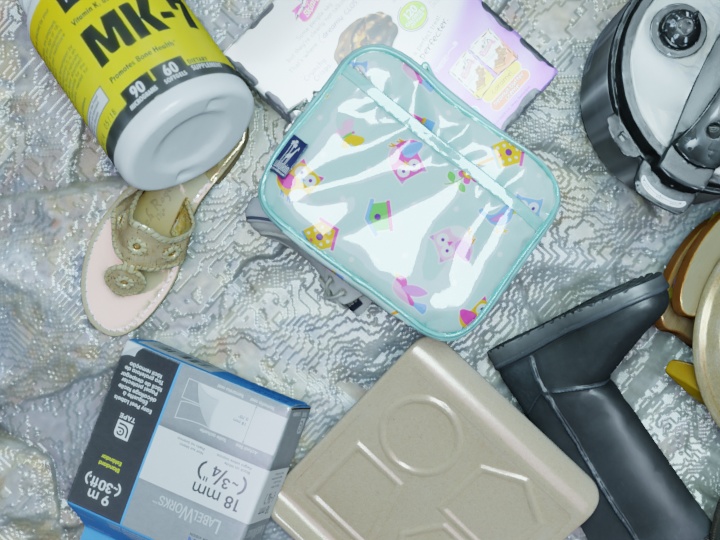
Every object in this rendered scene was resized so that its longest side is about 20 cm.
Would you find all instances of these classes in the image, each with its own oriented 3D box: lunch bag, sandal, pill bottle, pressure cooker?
[{"bbox_3d":[0.033,-0.059,0.865,0.200,0.077,0.161,37,92,-1],"label":"lunch bag"},{"bbox_3d":[-0.161,-0.045,0.943,0.077,0.070,0.212,33,91,1],"label":"sandal"},{"bbox_3d":[-0.177,-0.169,0.904,0.114,0.114,0.200,-37,72,1],"label":"pill bottle"},{"bbox_3d":[0.254,-0.135,0.869,0.178,0.200,0.177,-14,89,1],"label":"pressure cooker"}]

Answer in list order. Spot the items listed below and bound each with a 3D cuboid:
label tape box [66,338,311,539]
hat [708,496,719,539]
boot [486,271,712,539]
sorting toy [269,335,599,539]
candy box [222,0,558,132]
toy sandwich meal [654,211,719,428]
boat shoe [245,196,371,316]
[{"bbox_3d":[-0.143,0.172,0.935,0.144,0.063,0.201,20,90,12],"label":"label tape box"},{"bbox_3d":[0.307,0.193,0.898,0.081,0.200,0.201,23,90,31],"label":"hat"},{"bbox_3d":[0.206,0.118,0.909,0.165,0.066,0.201,-31,84,42],"label":"boot"},{"bbox_3d":[0.054,0.176,0.939,0.185,0.036,0.200,43,106,1],"label":"sorting toy"},{"bbox_3d":[0.022,-0.155,0.938,0.200,0.072,0.168,43,91,0],"label":"candy box"},{"bbox_3d":[0.316,0.048,0.932,0.204,0.070,0.206,-1,92,-22],"label":"toy sandwich meal"},{"bbox_3d":[0.000,0.000,0.943,0.199,0.071,0.070,19,88,-5],"label":"boat shoe"}]
